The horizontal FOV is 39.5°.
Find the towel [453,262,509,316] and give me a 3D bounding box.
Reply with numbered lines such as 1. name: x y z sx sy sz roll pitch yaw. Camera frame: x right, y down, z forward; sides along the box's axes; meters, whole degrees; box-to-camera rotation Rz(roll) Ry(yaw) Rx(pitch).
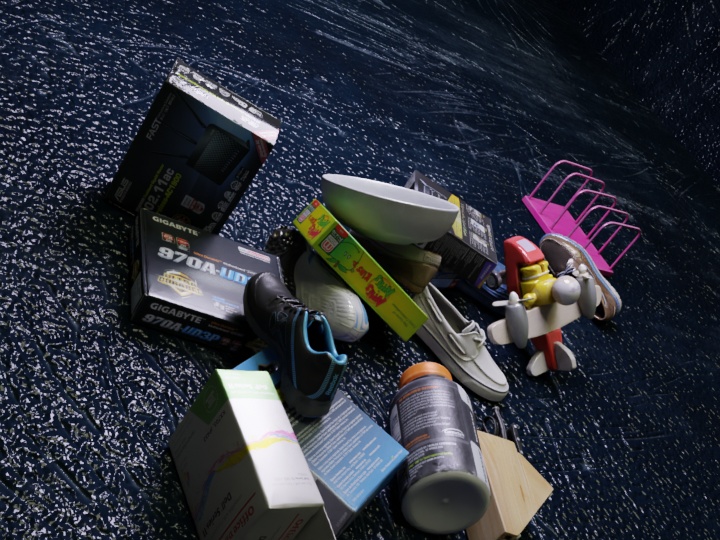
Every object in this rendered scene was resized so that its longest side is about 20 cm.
1. towel: 0.244 0.031 1.680 0.198 0.049 0.112 30 29 -15

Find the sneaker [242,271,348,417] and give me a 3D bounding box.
1. sneaker: -0.067 0.064 1.113 0.072 0.083 0.201 5 39 -39

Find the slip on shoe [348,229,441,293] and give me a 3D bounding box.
1. slip on shoe: 0.042 -0.019 1.475 0.075 0.062 0.199 16 5 -40

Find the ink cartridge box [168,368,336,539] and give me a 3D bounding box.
1. ink cartridge box: -0.106 0.208 0.948 0.066 0.118 0.202 9 39 -40

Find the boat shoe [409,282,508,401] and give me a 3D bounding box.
1. boat shoe: 0.147 0.100 1.443 0.200 0.066 0.072 47 28 8

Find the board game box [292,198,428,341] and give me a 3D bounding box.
1. board game box: 0.000 0.000 1.350 0.200 0.048 0.102 46 0 -27

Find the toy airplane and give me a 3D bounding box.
1. toy airplane: 0.292 0.061 1.558 0.197 0.141 0.203 31 55 -17

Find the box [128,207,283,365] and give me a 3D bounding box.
1. box: -0.182 0.020 1.209 0.197 0.046 0.160 21 33 -28

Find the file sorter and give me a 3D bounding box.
1. file sorter: 0.456 -0.111 2.048 0.137 0.126 0.202 10 39 -40

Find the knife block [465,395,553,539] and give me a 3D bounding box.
1. knife block: 0.146 0.245 1.242 0.175 0.064 0.199 44 29 13

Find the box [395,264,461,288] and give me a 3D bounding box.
1. box: 0.065 -0.057 1.613 0.135 0.038 0.201 2 45 -48

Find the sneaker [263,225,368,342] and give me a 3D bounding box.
1. sneaker: -0.062 0.021 1.338 0.200 0.072 0.072 49 2 28

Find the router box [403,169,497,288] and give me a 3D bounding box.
1. router box: 0.136 -0.070 1.592 0.156 0.053 0.201 32 21 -9

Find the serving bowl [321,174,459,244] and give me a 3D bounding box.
1. serving bowl: 0.036 -0.079 1.397 0.196 0.067 0.200 12 10 -2

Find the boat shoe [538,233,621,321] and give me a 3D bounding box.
1. boat shoe: 0.405 0.011 1.869 0.200 0.073 0.072 45 31 13

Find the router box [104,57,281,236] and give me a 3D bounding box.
1. router box: -0.209 -0.137 1.240 0.148 0.201 0.063 29 34 -14

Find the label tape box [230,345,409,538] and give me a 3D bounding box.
1. label tape box: -0.061 0.181 1.095 0.199 0.064 0.144 41 28 12

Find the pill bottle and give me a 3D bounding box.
1. pill bottle: 0.089 0.201 1.194 0.105 0.107 0.202 25 31 -22
